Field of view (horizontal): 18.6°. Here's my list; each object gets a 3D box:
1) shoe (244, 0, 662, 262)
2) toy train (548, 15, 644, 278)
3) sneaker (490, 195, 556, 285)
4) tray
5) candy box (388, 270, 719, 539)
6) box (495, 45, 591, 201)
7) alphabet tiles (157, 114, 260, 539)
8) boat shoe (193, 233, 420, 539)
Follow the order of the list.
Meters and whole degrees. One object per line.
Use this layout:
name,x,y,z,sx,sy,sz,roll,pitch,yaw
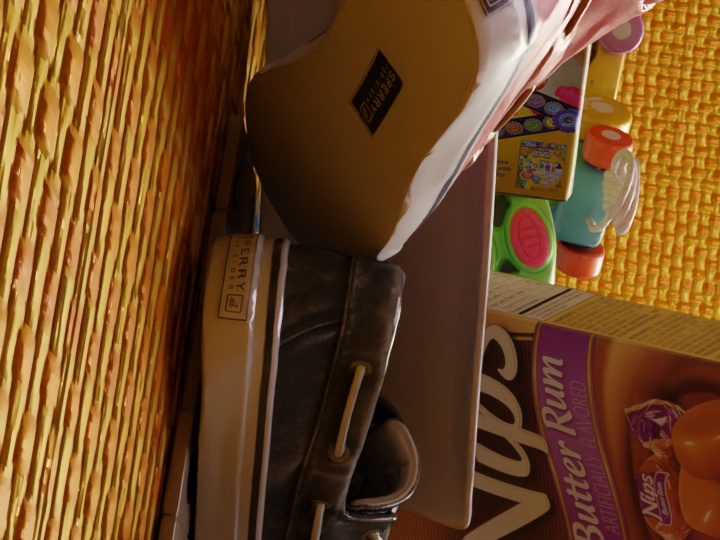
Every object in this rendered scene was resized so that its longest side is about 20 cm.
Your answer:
shoe,0.031,-0.066,0.662,0.072,0.091,0.200,56,-24,7
toy train,0.103,-0.102,0.998,0.150,0.055,0.202,103,-1,-69
sneaker,0.059,0.038,0.983,0.084,0.076,0.202,-54,141,-76
tray,0.009,-0.021,0.752,0.022,0.107,0.202,-14,113,-46
candy box,0.089,0.072,0.878,0.056,0.199,0.118,-21,117,-53
box,0.040,-0.170,0.848,0.193,0.121,0.201,92,6,-51
alphabet tiles,-0.050,0.059,0.786,0.200,0.007,0.169,87,10,-71
boat shoe,-0.016,0.068,0.723,0.201,0.070,0.073,92,6,-53
